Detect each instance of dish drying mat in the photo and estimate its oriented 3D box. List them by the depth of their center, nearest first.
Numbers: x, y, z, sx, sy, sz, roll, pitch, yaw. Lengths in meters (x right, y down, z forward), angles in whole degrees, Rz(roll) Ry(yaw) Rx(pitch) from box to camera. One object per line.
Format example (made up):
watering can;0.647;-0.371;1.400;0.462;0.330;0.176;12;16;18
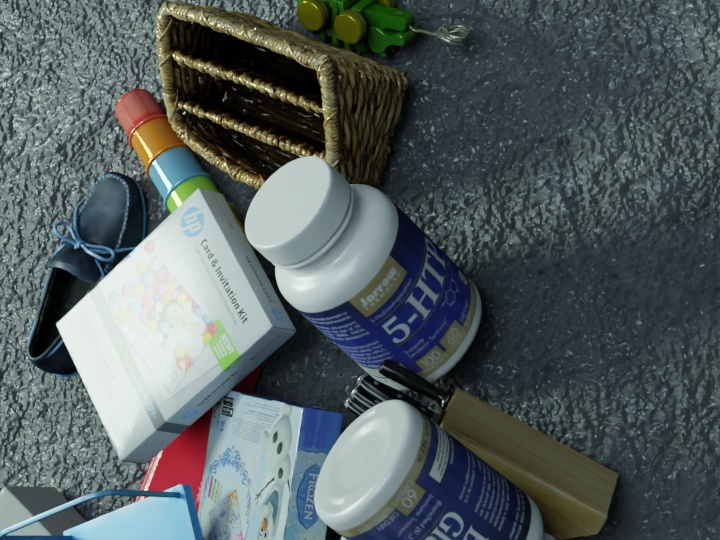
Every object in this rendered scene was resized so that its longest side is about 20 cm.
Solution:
dish drying mat;-0.156;0.167;1.694;0.076;0.018;0.201;22;91;26

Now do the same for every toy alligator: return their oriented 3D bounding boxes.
toy alligator;0.010;-0.217;1.663;0.199;0.059;0.055;23;133;26

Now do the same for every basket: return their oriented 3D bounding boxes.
basket;-0.085;-0.142;1.631;0.199;0.149;0.144;23;102;28

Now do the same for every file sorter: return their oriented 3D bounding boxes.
file sorter;-0.207;0.294;1.539;0.138;0.122;0.201;-24;72;27

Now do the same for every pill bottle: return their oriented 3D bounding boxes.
pill bottle;0.071;0.198;1.427;0.111;0.200;0.111;-41;25;24
pill bottle;0.000;0.000;1.529;0.119;0.200;0.120;-27;41;26

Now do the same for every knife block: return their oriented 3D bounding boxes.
knife block;0.090;0.140;1.502;0.199;0.064;0.177;-13;114;24

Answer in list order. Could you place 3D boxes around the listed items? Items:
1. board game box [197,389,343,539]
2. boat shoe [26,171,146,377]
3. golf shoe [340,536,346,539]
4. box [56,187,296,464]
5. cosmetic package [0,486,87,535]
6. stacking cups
board game box;-0.086;0.208;1.572;0.200;0.043;0.201;4;84;65
boat shoe;-0.256;0.004;1.743;0.084;0.069;0.202;13;87;27
golf shoe;0.047;0.273;1.500;0.075;0.092;0.200;-30;103;38
box;-0.167;0.051;1.644;0.200;0.041;0.157;-40;63;21
cosmetic package;-0.271;0.298;1.691;0.200;0.090;0.107;38;101;23
stacking cups;-0.169;-0.088;1.720;0.060;0.060;0.201;-40;67;15
